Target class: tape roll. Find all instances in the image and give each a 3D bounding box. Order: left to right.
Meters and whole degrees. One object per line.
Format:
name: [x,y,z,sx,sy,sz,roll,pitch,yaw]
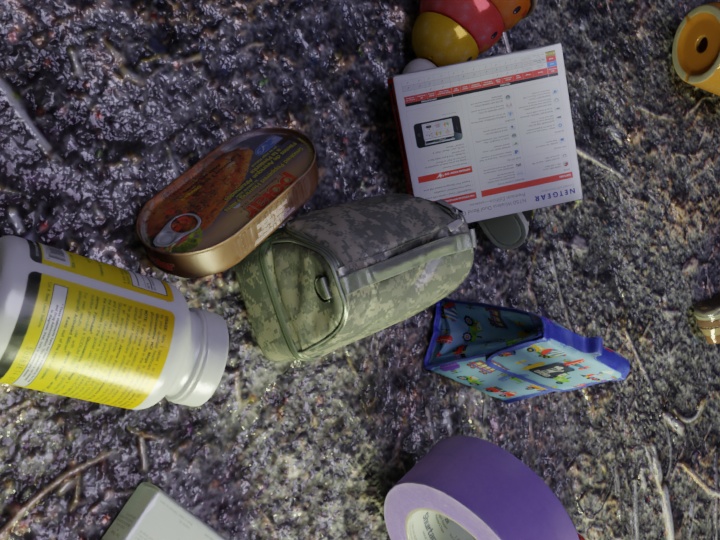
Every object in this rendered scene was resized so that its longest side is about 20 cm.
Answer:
tape roll: [0.124,0.281,0.876,0.085,0.199,0.201,-35,105,-36]

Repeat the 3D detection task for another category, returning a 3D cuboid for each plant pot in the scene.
plant pot: [0.627,-0.366,1.376,0.181,0.200,0.203,0,84,-22]

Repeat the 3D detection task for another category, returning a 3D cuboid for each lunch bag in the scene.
lunch bag: [0.000,0.000,0.838,0.199,0.167,0.141,-20,96,-38]
lunch bag: [0.198,0.088,0.959,0.150,0.199,0.095,26,68,-32]

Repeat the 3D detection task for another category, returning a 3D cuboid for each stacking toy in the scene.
stacking toy: [0.110,-0.288,1.013,0.146,0.146,0.201,35,83,-29]

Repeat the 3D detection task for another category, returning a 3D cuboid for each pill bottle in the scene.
pill bottle: [-0.216,0.052,0.697,0.199,0.112,0.114,20,72,-34]

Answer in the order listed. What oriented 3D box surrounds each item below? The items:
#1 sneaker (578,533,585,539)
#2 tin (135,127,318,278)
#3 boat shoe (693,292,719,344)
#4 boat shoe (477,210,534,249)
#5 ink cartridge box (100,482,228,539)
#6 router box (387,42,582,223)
sneaker: [0.227,0.326,1.036,0.107,0.067,0.204,-15,96,-39]
tin: [-0.120,-0.067,0.790,0.200,0.111,0.042,-45,139,-32]
boat shoe: [0.624,0.071,1.381,0.198,0.076,0.073,-15,97,-29]
boat shoe: [0.153,-0.125,1.040,0.202,0.071,0.061,62,36,-11]
ink cartridge box: [-0.186,0.317,0.733,0.160,0.047,0.201,46,64,-24]
router box: [0.144,-0.153,0.967,0.198,0.049,0.182,-11,101,-3]
